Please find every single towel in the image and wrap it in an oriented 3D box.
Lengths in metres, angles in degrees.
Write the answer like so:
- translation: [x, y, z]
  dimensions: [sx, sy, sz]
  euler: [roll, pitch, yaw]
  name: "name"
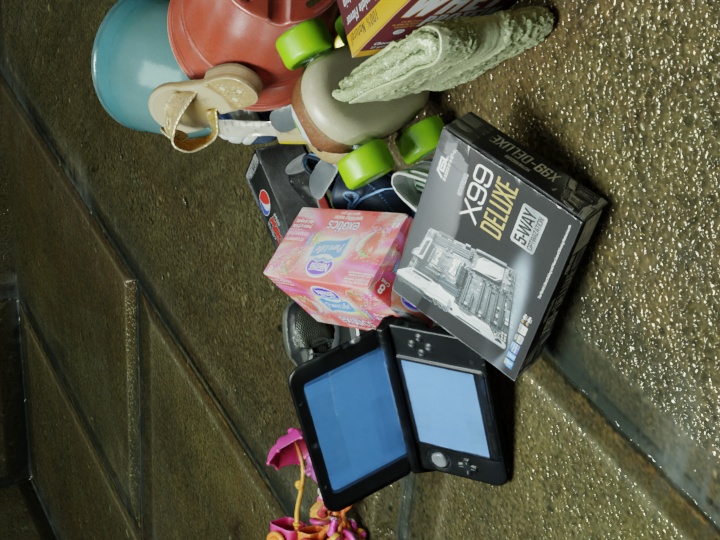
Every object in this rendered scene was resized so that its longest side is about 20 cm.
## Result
- translation: [0.075, -0.193, 1.195]
  dimensions: [0.199, 0.147, 0.037]
  euler: [-20, 86, 61]
  name: "towel"

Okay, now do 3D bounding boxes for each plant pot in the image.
- translation: [-0.227, -0.269, 1.750]
  dimensions: [0.187, 0.199, 0.203]
  euler: [22, 122, 42]
  name: "plant pot"
- translation: [-0.101, -0.300, 1.409]
  dimensions: [0.195, 0.198, 0.203]
  euler: [139, 116, -72]
  name: "plant pot"

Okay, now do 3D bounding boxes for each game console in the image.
- translation: [0.044, 0.162, 1.331]
  dimensions: [0.174, 0.117, 0.202]
  euler: [10, 131, 31]
  name: "game console"

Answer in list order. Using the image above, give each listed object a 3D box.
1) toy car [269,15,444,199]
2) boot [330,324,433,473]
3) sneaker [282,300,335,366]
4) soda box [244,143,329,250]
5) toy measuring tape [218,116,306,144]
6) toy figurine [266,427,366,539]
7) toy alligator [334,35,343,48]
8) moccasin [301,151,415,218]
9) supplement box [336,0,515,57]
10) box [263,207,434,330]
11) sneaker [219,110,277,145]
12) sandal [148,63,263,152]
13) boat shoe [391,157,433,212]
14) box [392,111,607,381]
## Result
- translation: [-0.032, -0.156, 1.362]
  dimensions: [0.200, 0.157, 0.166]
  euler: [-31, 86, 54]
  name: "toy car"
- translation: [0.039, 0.113, 1.494]
  dimensions: [0.200, 0.065, 0.167]
  euler: [45, 136, 47]
  name: "boot"
- translation: [-0.034, 0.126, 1.646]
  dimensions: [0.114, 0.076, 0.202]
  euler: [-19, 87, 63]
  name: "sneaker"
- translation: [-0.078, -0.063, 1.649]
  dimensions: [0.202, 0.070, 0.063]
  euler: [67, 153, 22]
  name: "soda box"
- translation: [-0.080, -0.184, 1.542]
  dimensions: [0.198, 0.073, 0.075]
  euler: [4, 108, 27]
  name: "toy measuring tape"
- translation: [-0.061, 0.304, 1.746]
  dimensions: [0.198, 0.149, 0.187]
  euler: [5, 97, 41]
  name: "toy figurine"
- translation: [-0.002, -0.202, 1.439]
  dimensions: [0.054, 0.059, 0.203]
  euler: [13, 107, 15]
  name: "toy alligator"
- translation: [-0.005, -0.082, 1.494]
  dimensions: [0.200, 0.067, 0.081]
  euler: [41, 137, 51]
  name: "moccasin"
- translation: [0.059, -0.329, 1.176]
  dimensions: [0.197, 0.131, 0.202]
  euler: [-31, 73, 63]
  name: "supplement box"
- translation: [0.000, 0.000, 1.410]
  dimensions: [0.103, 0.095, 0.199]
  euler: [43, 159, -32]
  name: "box"
- translation: [-0.146, -0.255, 1.617]
  dimensions: [0.080, 0.145, 0.202]
  euler: [-29, 75, 63]
  name: "sneaker"
- translation: [-0.189, -0.168, 1.452]
  dimensions: [0.211, 0.077, 0.070]
  euler: [-14, 50, 51]
  name: "sandal"
- translation: [0.100, -0.052, 1.290]
  dimensions: [0.200, 0.066, 0.074]
  euler: [36, 133, 52]
  name: "boat shoe"
- translation: [0.123, -0.021, 1.203]
  dimensions: [0.157, 0.050, 0.201]
  euler: [37, 134, 21]
  name: "box"
